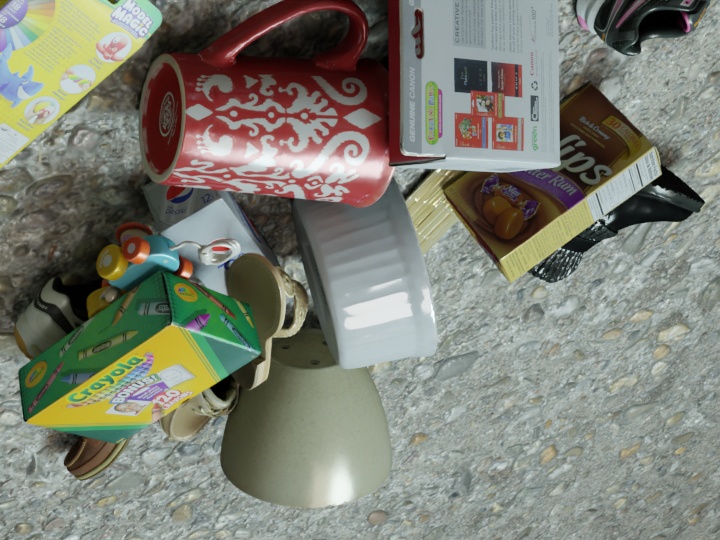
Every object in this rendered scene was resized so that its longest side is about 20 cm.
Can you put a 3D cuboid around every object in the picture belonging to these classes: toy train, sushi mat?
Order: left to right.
[{"bbox_3d":[-0.182,0.013,1.182,0.149,0.056,0.201,-5,148,-19],"label":"toy train"},{"bbox_3d":[0.055,-0.042,1.402,0.200,0.012,0.095,-46,141,21],"label":"sushi mat"}]

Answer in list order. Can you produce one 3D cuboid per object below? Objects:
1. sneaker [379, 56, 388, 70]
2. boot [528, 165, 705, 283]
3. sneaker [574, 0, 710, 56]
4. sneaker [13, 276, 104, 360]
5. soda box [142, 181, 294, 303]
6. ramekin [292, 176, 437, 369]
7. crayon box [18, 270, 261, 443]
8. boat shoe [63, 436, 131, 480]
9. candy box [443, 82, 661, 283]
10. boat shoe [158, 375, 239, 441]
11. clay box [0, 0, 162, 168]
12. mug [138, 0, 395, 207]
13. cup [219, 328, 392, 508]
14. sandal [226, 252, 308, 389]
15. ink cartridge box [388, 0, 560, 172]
[{"bbox_3d":[0.081,-0.159,1.222,0.198,0.073,0.112,-8,139,-29],"label":"sneaker"},{"bbox_3d":[0.289,-0.056,1.495,0.209,0.080,0.159,10,123,-30],"label":"boot"},{"bbox_3d":[0.315,-0.271,1.241,0.199,0.087,0.080,-33,147,3],"label":"sneaker"},{"bbox_3d":[-0.237,0.054,1.256,0.199,0.076,0.088,7,124,-47],"label":"sneaker"},{"bbox_3d":[-0.134,-0.024,1.241,0.068,0.064,0.200,-29,145,3],"label":"soda box"},{"bbox_3d":[0.000,0.000,1.261,0.097,0.202,0.201,-15,144,-7],"label":"ramekin"},{"bbox_3d":[-0.205,0.084,1.174,0.199,0.059,0.118,-32,146,26],"label":"crayon box"},{"bbox_3d":[-0.270,0.153,1.373,0.067,0.072,0.200,34,125,-17],"label":"boat shoe"},{"bbox_3d":[0.201,-0.094,1.340,0.199,0.117,0.057,-36,144,-2],"label":"candy box"},{"bbox_3d":[-0.169,0.130,1.408,0.072,0.065,0.201,1,135,-37],"label":"boat shoe"},{"bbox_3d":[-0.260,-0.170,0.980,0.199,0.048,0.115,-38,145,10],"label":"clay box"},{"bbox_3d":[-0.082,-0.146,1.103,0.198,0.180,0.133,0,180,-30],"label":"mug"},{"bbox_3d":[-0.060,0.150,1.434,0.199,0.200,0.145,-10,116,-26],"label":"cup"},{"bbox_3d":[-0.086,0.036,1.250,0.069,0.078,0.212,-32,157,-31],"label":"sandal"},{"bbox_3d":[0.079,-0.189,1.075,0.174,0.202,0.084,0,180,-36],"label":"ink cartridge box"}]
